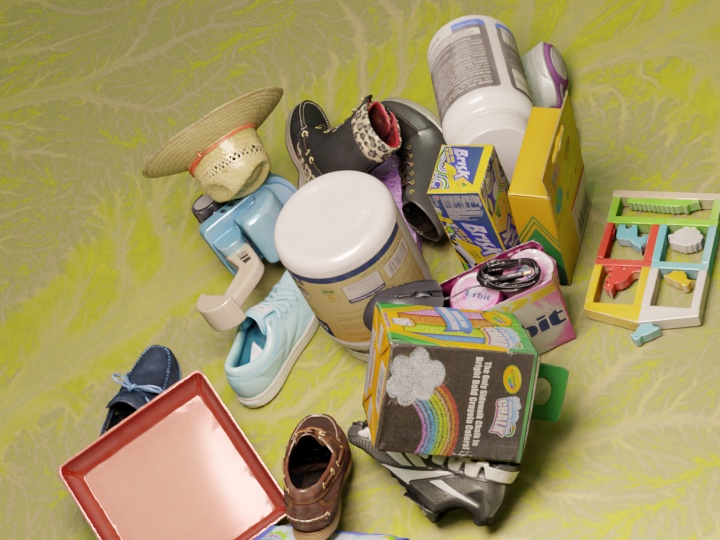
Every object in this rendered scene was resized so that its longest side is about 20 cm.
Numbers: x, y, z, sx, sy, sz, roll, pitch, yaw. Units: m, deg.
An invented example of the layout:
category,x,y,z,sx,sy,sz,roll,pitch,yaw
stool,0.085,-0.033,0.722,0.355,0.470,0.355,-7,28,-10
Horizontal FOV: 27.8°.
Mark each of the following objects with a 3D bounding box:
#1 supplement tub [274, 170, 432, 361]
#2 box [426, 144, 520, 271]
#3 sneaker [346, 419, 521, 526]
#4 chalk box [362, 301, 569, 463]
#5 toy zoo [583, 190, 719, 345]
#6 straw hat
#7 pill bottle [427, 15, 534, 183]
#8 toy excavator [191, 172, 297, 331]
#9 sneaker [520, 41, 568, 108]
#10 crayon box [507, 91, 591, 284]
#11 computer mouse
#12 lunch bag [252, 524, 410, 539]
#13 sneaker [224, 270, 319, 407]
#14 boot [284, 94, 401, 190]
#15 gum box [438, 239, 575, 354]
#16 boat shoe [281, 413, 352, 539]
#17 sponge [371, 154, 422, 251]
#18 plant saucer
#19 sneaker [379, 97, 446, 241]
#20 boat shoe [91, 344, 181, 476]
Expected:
category,x,y,z,sx,sy,sz,roll,pitch,yaw
supplement tub,0.000,0.000,1.655,0.144,0.200,0.145,-13,48,15
box,0.139,-0.054,1.636,0.064,0.200,0.070,3,57,25
sneaker,0.067,0.217,1.536,0.199,0.066,0.091,15,95,26
chalk box,0.112,0.116,1.505,0.199,0.125,0.124,6,18,-9
toy zoo,0.329,-0.004,1.635,0.131,0.020,0.201,4,56,26
straw hat,-0.157,-0.131,1.753,0.201,0.201,0.085,-32,84,-2
pill bottle,0.147,-0.201,1.734,0.113,0.114,0.201,-17,47,11
toy excavator,-0.138,-0.029,1.767,0.194,0.100,0.200,-40,29,-8
sneaker,0.213,-0.188,1.808,0.099,0.075,0.201,-23,46,31
crayon box,0.212,-0.092,1.632,0.051,0.200,0.127,7,57,21
computer mouse,0.095,0.022,1.556,0.199,0.034,0.059,-19,48,9
lunch bag,-0.053,0.344,1.475,0.169,0.128,0.200,0,41,27
sneaker,-0.102,0.061,1.734,0.074,0.082,0.201,5,57,26
boot,-0.020,-0.169,1.807,0.154,0.073,0.204,-45,39,34
gum box,0.135,0.058,1.610,0.199,0.114,0.066,-25,48,4
boat shoe,-0.048,0.205,1.565,0.070,0.071,0.200,-12,26,4
sponge,0.026,-0.094,1.831,0.111,0.030,0.201,-9,52,17
plant saucer,-0.206,0.247,1.630,0.199,0.037,0.200,-35,71,-5
sneaker,0.065,-0.128,1.770,0.106,0.075,0.200,-35,64,-27
boat shoe,-0.264,0.170,1.729,0.084,0.069,0.201,-5,53,20
